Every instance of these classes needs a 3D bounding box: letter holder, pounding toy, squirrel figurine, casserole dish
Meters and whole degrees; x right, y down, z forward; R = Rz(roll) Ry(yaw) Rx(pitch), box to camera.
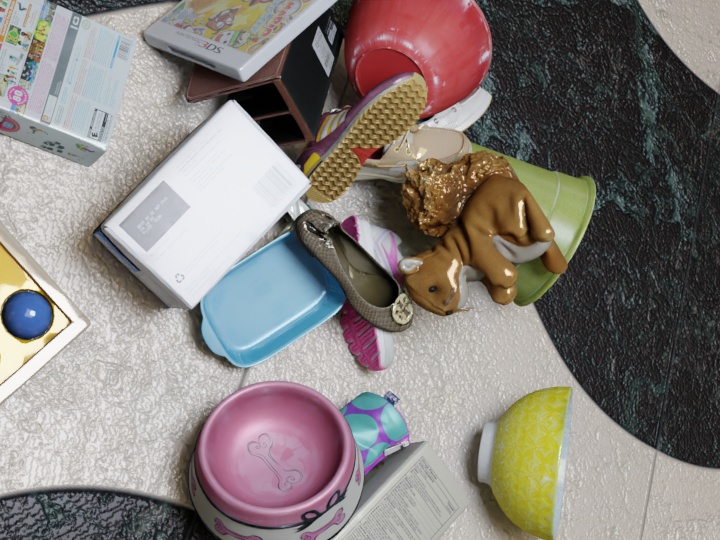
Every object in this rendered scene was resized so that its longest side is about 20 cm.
[{"bbox_3d":[-0.119,-0.252,1.283,0.101,0.142,0.200,59,32,-42],"label":"letter holder"},{"bbox_3d":[-0.404,0.042,1.015,0.200,0.142,0.184,50,58,-11],"label":"pounding toy"},{"bbox_3d":[0.126,-0.044,1.264,0.186,0.142,0.200,-31,73,7],"label":"squirrel figurine"},{"bbox_3d":[-0.106,0.029,1.234,0.200,0.039,0.121,-33,110,-19],"label":"casserole dish"}]

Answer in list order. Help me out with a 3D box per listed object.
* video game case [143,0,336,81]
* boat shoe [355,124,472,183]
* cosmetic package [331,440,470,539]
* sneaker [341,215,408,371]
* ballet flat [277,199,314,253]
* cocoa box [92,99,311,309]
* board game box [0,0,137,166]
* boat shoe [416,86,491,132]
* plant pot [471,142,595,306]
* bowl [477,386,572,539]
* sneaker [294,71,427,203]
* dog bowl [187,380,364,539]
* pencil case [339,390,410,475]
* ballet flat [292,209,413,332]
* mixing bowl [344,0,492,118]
[{"bbox_3d":[-0.136,-0.317,1.249,0.200,0.182,0.023,-46,141,-23],"label":"video game case"},{"bbox_3d":[0.041,-0.156,1.316,0.200,0.069,0.074,-5,62,9],"label":"boat shoe"},{"bbox_3d":[0.025,0.308,1.240,0.200,0.087,0.103,-38,97,-32],"label":"cosmetic package"},{"bbox_3d":[0.028,0.028,1.319,0.088,0.081,0.200,2,77,-29],"label":"sneaker"},{"bbox_3d":[-0.092,-0.071,1.289,0.069,0.069,0.200,-38,94,-33],"label":"ballet flat"},{"bbox_3d":[-0.181,-0.070,1.163,0.133,0.131,0.200,46,74,-13],"label":"cocoa box"},{"bbox_3d":[-0.368,-0.224,1.154,0.200,0.064,0.148,21,66,-27],"label":"board game box"},{"bbox_3d":[0.106,-0.210,1.433,0.200,0.071,0.069,-43,102,-31],"label":"boat shoe"},{"bbox_3d":[0.181,-0.081,1.395,0.190,0.200,0.200,27,64,-9],"label":"plant pot"},{"bbox_3d":[0.212,0.244,1.345,0.107,0.200,0.201,7,68,14],"label":"bowl"},{"bbox_3d":[-0.008,-0.177,1.247,0.075,0.200,0.090,31,23,-43],"label":"sneaker"},{"bbox_3d":[-0.093,0.209,1.141,0.200,0.074,0.200,1,52,-1],"label":"dog bowl"},{"bbox_3d":[-0.026,0.231,1.228,0.200,0.092,0.085,-41,144,-31],"label":"pencil case"},{"bbox_3d":[0.000,0.000,1.230,0.200,0.046,0.067,47,51,-20],"label":"ballet flat"},{"bbox_3d":[0.056,-0.266,1.308,0.200,0.200,0.108,45,46,-14],"label":"mixing bowl"}]
